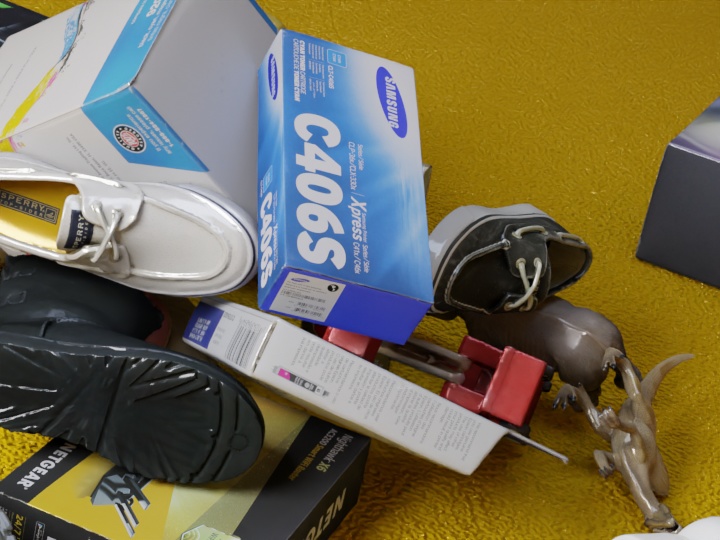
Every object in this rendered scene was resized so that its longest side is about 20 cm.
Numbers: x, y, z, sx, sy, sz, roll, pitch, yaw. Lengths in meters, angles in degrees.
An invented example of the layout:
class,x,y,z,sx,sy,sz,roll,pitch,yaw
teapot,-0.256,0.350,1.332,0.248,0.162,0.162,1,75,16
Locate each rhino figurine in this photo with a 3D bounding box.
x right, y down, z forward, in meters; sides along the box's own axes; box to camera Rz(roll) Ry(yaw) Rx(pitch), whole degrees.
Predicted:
class,x,y,z,sx,sy,sz,roll,pitch,yaw
rhino figurine,0.108,0.037,1.295,0.200,0.087,0.060,24,71,26

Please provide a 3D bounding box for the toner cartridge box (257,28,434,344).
class,x,y,z,sx,sy,sz,roll,pitch,yaw
toner cartridge box,-0.012,-0.054,1.068,0.095,0.043,0.200,15,46,-20

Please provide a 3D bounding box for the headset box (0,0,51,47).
class,x,y,z,sx,sy,sz,roll,pitch,yaw
headset box,-0.319,-0.159,1.515,0.174,0.093,0.200,23,26,20

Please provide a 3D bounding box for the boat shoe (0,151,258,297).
class,x,y,z,sx,sy,sz,roll,pitch,yaw
boat shoe,-0.159,-0.027,1.064,0.200,0.071,0.070,17,14,10

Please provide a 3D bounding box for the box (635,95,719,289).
class,x,y,z,sx,sy,sz,roll,pitch,yaw
box,0.382,-0.059,1.600,0.200,0.123,0.198,21,28,18

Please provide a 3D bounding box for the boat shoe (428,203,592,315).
class,x,y,z,sx,sy,sz,roll,pitch,yaw
boat shoe,0.100,-0.005,1.204,0.064,0.071,0.200,28,23,24

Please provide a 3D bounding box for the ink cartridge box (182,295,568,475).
class,x,y,z,sx,sy,sz,roll,pitch,yaw
ink cartridge box,0.002,0.079,1.085,0.200,0.043,0.196,28,-5,-16

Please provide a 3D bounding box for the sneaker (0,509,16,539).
class,x,y,z,sx,sy,sz,roll,pitch,yaw
sneaker,-0.208,0.172,0.900,0.091,0.076,0.200,-19,37,-38

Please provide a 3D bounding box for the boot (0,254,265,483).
class,x,y,z,sx,sy,sz,roll,pitch,yaw
boot,-0.148,0.052,1.059,0.198,0.073,0.162,13,17,-2

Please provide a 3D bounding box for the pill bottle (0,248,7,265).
class,x,y,z,sx,sy,sz,roll,pitch,yaw
pill bottle,-0.310,-0.058,1.279,0.200,0.116,0.116,3,26,-17

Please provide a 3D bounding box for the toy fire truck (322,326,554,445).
class,x,y,z,sx,sy,sz,roll,pitch,yaw
toy fire truck,0.054,0.061,1.160,0.141,0.049,0.200,23,-6,8

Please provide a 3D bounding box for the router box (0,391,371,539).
class,x,y,z,sx,sy,sz,roll,pitch,yaw
router box,-0.103,0.134,1.047,0.157,0.052,0.200,19,26,14

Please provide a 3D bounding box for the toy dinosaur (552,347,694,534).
class,x,y,z,sx,sy,sz,roll,pitch,yaw
toy dinosaur,0.185,0.106,1.214,0.101,0.058,0.200,47,30,-23

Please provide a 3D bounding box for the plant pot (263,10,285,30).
class,x,y,z,sx,sy,sz,roll,pitch,yaw
plant pot,-0.079,-0.092,1.393,0.189,0.201,0.201,30,25,-2

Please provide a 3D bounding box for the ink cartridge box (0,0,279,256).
class,x,y,z,sx,sy,sz,roll,pitch,yaw
ink cartridge box,-0.152,-0.090,1.173,0.200,0.147,0.145,-16,39,36

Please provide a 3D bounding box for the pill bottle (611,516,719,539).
class,x,y,z,sx,sy,sz,roll,pitch,yaw
pill bottle,0.238,0.196,1.003,0.200,0.114,0.114,2,27,-22

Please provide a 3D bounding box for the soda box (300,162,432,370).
class,x,y,z,sx,sy,sz,roll,pitch,yaw
soda box,0.000,0.000,1.203,0.068,0.200,0.064,14,58,3

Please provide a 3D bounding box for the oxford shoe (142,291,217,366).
class,x,y,z,sx,sy,sz,roll,pitch,yaw
oxford shoe,-0.153,0.032,1.248,0.075,0.070,0.200,31,13,-28
